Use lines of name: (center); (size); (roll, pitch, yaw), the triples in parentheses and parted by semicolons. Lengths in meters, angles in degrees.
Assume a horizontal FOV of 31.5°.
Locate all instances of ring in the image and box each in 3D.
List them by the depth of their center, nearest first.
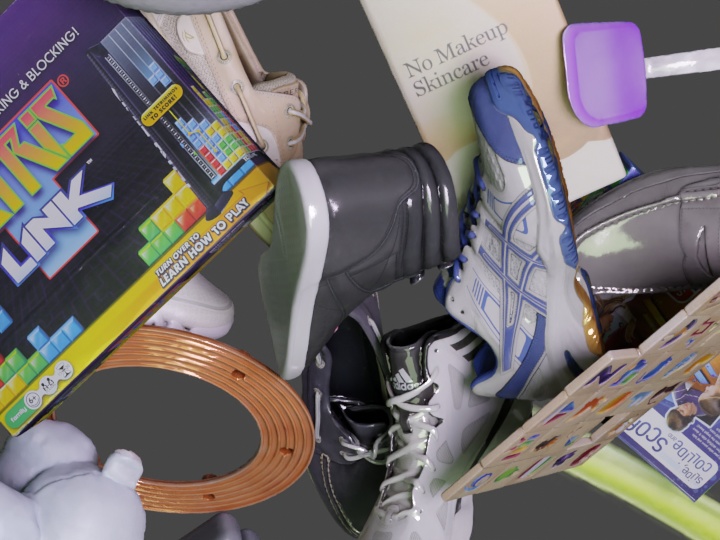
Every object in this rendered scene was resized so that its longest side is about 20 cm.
ring: (-0.126, 0.093, 0.798); (0.197, 0.019, 0.202); (2, 139, 2)

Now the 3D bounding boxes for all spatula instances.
spatula: (0.199, -0.120, 0.729); (0.198, 0.021, 0.057); (-10, 98, -20)

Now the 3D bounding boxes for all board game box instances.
board game box: (-0.164, -0.040, 0.686); (0.200, 0.057, 0.166); (-43, 91, 9)
board game box: (0.191, 0.040, 0.818); (0.200, 0.035, 0.135); (40, 105, -16)

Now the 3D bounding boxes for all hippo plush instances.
hippo plush: (-0.202, 0.132, 0.717); (0.159, 0.199, 0.161); (-15, 122, -33)

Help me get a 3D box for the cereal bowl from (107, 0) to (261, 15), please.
cereal bowl: (-0.097, -0.207, 0.644); (0.197, 0.202, 0.084); (12, 150, -8)

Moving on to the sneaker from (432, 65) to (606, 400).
sneaker: (0.077, -0.009, 0.697); (0.087, 0.075, 0.202); (-11, 115, 13)

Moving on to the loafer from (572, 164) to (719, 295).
loafer: (0.209, -0.026, 0.736); (0.198, 0.070, 0.071); (-18, 113, 6)

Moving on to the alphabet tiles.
alphabet tiles: (0.155, 0.063, 0.725); (0.200, 0.166, 0.008); (-46, 64, 28)

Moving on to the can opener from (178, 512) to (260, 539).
can opener: (-0.151, 0.242, 0.871); (0.199, 0.067, 0.053); (-38, 132, 7)

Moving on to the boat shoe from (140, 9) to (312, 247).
boat shoe: (-0.061, -0.088, 0.739); (0.065, 0.072, 0.201); (-30, 105, 11)

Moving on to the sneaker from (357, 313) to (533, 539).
sneaker: (0.025, 0.106, 0.762); (0.075, 0.201, 0.116); (-5, 129, 41)

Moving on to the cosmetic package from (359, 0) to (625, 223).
cosmetic package: (0.066, -0.129, 0.725); (0.104, 0.071, 0.201); (-25, 111, 8)

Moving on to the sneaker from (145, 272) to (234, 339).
sneaker: (-0.151, -0.029, 0.760); (0.199, 0.075, 0.081); (36, 98, -16)

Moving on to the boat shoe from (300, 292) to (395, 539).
boat shoe: (-0.007, 0.096, 0.818); (0.072, 0.063, 0.202); (-7, 112, 0)

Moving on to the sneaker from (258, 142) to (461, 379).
sneaker: (0.000, 0.000, 0.694); (0.098, 0.071, 0.201); (-11, 155, -16)
